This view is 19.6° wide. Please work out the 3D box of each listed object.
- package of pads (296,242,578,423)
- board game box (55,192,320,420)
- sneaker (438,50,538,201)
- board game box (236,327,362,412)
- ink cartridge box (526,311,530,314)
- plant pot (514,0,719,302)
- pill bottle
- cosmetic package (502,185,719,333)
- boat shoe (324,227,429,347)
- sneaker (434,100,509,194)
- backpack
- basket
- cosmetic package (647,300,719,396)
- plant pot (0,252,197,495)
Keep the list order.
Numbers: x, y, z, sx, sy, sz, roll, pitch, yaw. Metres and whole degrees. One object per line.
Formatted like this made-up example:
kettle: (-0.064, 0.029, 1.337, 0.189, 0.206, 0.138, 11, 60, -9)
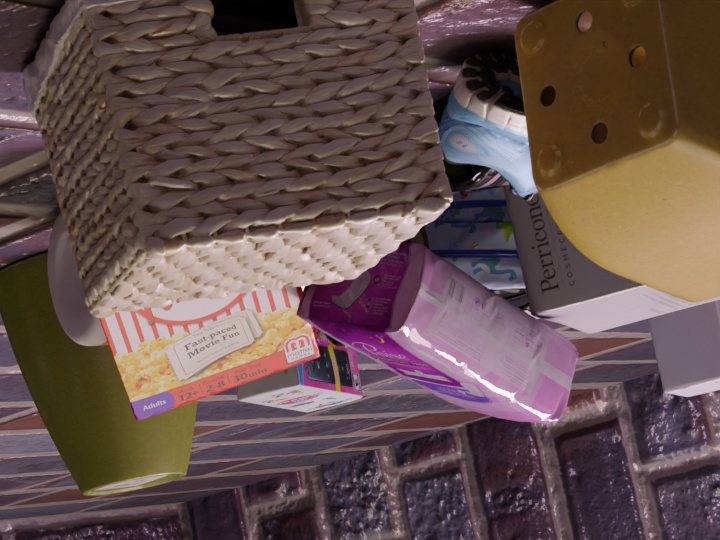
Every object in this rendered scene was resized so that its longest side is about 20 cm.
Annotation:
package of pads: (0.062, 0.046, 1.566, 0.120, 0.076, 0.200, 5, 160, 46)
board game box: (-0.124, 0.005, 1.535, 0.151, 0.046, 0.201, -20, 132, -6)
sneaker: (0.139, -0.092, 1.471, 0.199, 0.079, 0.090, 14, 134, -26)
board game box: (-0.065, 0.049, 1.925, 0.064, 0.148, 0.200, -13, 170, 16)
ink cartridge box: (0.157, -0.016, 1.910, 0.199, 0.116, 0.067, -10, 171, -12)
plant pot: (0.208, -0.105, 1.309, 0.199, 0.195, 0.195, 9, 159, -44)
pill bottle: (-0.137, -0.005, 1.649, 0.199, 0.114, 0.113, -5, 168, -31)
cosmetic package: (0.228, -0.058, 1.625, 0.199, 0.166, 0.165, -16, 168, 19)
boat shoe: (0.004, 0.005, 1.643, 0.075, 0.075, 0.203, -30, 155, -19)
sneaker: (0.107, -0.096, 1.535, 0.199, 0.074, 0.087, -10, 177, 20)
backpack: (0.089, -0.018, 1.791, 0.199, 0.154, 0.163, 14, 176, 24)
basket: (-0.074, -0.077, 1.201, 0.197, 0.162, 0.200, -9, 171, -20)
cosmetic package: (0.318, 0.018, 2.038, 0.071, 0.201, 0.101, -15, 169, 20)
plant pot: (-0.215, 0.091, 1.833, 0.186, 0.201, 0.187, -11, 170, -2)
